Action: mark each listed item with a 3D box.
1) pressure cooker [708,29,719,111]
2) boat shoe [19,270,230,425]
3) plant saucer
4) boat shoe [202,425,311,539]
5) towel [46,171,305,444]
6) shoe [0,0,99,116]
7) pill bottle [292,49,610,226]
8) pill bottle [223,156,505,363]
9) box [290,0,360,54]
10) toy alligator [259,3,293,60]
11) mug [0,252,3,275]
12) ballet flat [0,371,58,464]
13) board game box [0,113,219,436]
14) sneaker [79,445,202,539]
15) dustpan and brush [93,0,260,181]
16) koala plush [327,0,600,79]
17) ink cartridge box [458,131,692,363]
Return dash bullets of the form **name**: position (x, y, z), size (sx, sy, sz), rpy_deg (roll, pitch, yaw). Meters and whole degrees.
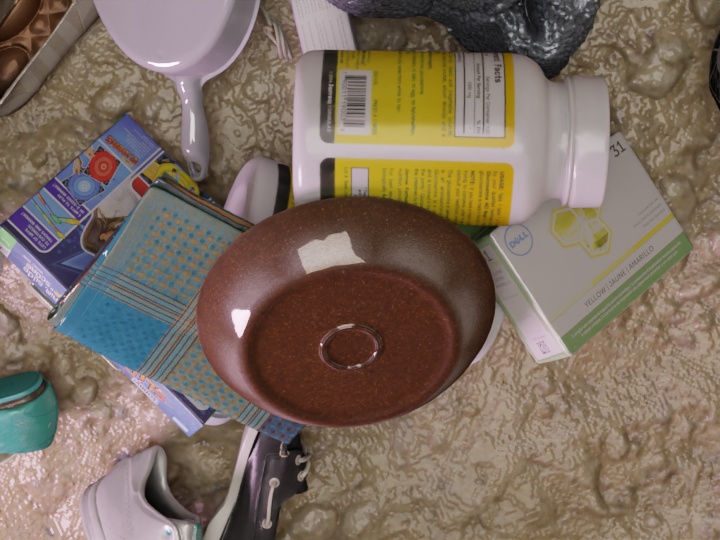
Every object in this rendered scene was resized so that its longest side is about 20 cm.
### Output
- **pressure cooker**: position (0.335, -0.127, 1.120), size (0.178, 0.200, 0.176), rpy_deg (-34, 96, 8)
- **boat shoe**: position (-0.168, 0.040, 1.249), size (0.200, 0.062, 0.072), rpy_deg (45, 53, -3)
- **plant saucer**: position (-0.008, 0.040, 1.102), size (0.199, 0.037, 0.201), rpy_deg (-3, 131, -3)
- **boat shoe**: position (-0.068, 0.154, 1.249), size (0.060, 0.074, 0.201), rpy_deg (21, 102, 0)
- **towel**: position (-0.090, 0.030, 1.128), size (0.200, 0.022, 0.147), rpy_deg (29, 121, -24)
- **shoe**: position (-0.224, -0.195, 1.218), size (0.070, 0.053, 0.200), rpy_deg (33, 99, -2)
- **pill bottle**: position (0.058, -0.085, 1.093), size (0.199, 0.112, 0.113), rpy_deg (2, 98, 1)
- **pill bottle**: position (0.000, 0.000, 1.192), size (0.199, 0.111, 0.112), rpy_deg (17, 99, -15)
- **box**: position (-0.029, -0.191, 1.214), size (0.041, 0.039, 0.201), rpy_deg (-14, 97, 6)
- **toy alligator**: position (-0.107, -0.237, 1.201), size (0.054, 0.059, 0.201), rpy_deg (-19, 96, 6)
- **mug**: position (-0.384, -0.013, 1.237), size (0.200, 0.178, 0.133), rpy_deg (-31, 133, 11)
- **ballet flat**: position (-0.322, 0.126, 1.267), size (0.199, 0.067, 0.071), rpy_deg (-8, 112, 7)
- **board game box**: position (-0.147, 0.002, 1.213), size (0.200, 0.034, 0.135), rpy_deg (45, 60, -2)
- **sneaker**: position (-0.139, 0.221, 1.217), size (0.088, 0.075, 0.200), rpy_deg (-41, 61, 26)
- **dustpan and brush**: position (-0.128, -0.159, 1.187), size (0.139, 0.057, 0.201), rpy_deg (5, 102, 23)
- **koala plush**: position (0.048, -0.215, 1.123), size (0.199, 0.177, 0.185), rpy_deg (-2, 105, -16)
- **ink cartridge box**: position (0.127, -0.056, 1.184), size (0.145, 0.048, 0.200), rpy_deg (-37, 97, -29)
